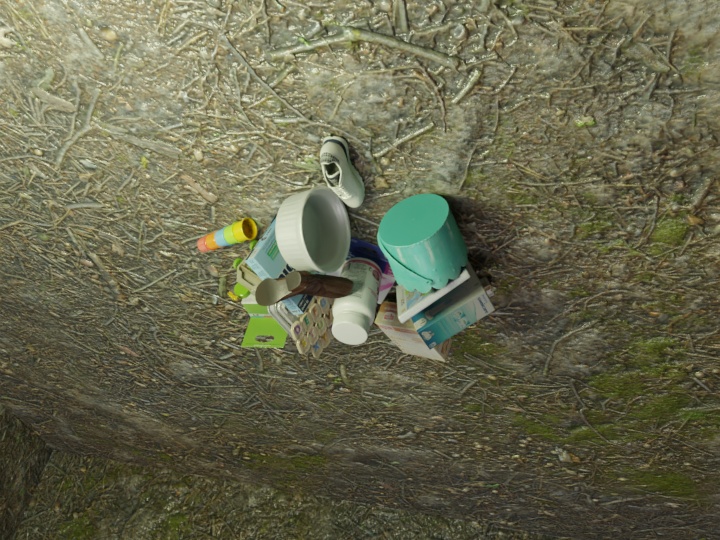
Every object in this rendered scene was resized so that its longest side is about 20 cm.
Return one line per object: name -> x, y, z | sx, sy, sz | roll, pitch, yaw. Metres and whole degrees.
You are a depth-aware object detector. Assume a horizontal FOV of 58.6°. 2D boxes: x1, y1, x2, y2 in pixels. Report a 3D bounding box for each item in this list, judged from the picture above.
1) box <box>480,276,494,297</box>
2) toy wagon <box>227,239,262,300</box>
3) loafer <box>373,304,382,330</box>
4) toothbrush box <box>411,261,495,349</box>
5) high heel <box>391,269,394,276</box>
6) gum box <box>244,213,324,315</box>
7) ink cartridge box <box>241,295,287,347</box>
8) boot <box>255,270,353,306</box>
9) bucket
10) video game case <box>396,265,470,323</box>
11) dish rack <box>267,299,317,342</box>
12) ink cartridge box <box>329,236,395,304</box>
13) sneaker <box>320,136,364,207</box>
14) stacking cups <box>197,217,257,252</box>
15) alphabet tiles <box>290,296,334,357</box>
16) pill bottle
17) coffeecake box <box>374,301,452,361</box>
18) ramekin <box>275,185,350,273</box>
box -> 0.257, 0.082, 1.706 | 0.196, 0.042, 0.039 | -27, 125, 8
toy wagon -> -0.273, 0.005, 1.705 | 0.153, 0.201, 0.040 | 28, 160, 34
loafer -> 0.011, 0.109, 1.865 | 0.196, 0.064, 0.072 | 29, 143, -19
toothbrush box -> 0.220, 0.078, 1.630 | 0.197, 0.148, 0.086 | -33, 131, 9
high heel -> 0.128, 0.049, 1.738 | 0.095, 0.069, 0.198 | -31, 144, 30
gum box -> -0.180, -0.019, 1.642 | 0.044, 0.172, 0.201 | -11, 128, 44
ink cartridge box -> -0.268, 0.114, 1.845 | 0.143, 0.204, 0.077 | -1, 142, 18
boot -> -0.134, 0.050, 1.571 | 0.183, 0.066, 0.197 | -17, 166, 38
bucket -> 0.142, -0.068, 1.487 | 0.201, 0.210, 0.137 | -8, 131, 26
video game case -> 0.171, 0.028, 1.559 | 0.198, 0.183, 0.022 | -35, 108, 14
dish rack -> -0.165, 0.093, 1.808 | 0.043, 0.174, 0.201 | 8, 148, 37
ink cartridge box -> 0.000, 0.000, 1.749 | 0.191, 0.044, 0.201 | 19, 144, -6
sneaker -> -0.046, -0.206, 1.465 | 0.074, 0.082, 0.202 | -6, 141, 21
stacking cups -> -0.364, -0.093, 1.741 | 0.196, 0.062, 0.060 | -13, 137, 38
alphabet tiles -> -0.122, 0.140, 1.827 | 0.014, 0.200, 0.200 | 9, 131, 38
pill bottle -> -0.011, 0.079, 1.652 | 0.110, 0.204, 0.115 | 7, 142, 6
coffeecake box -> 0.155, 0.176, 1.850 | 0.150, 0.075, 0.200 | 7, 153, 38
ramekin -> -0.116, -0.094, 1.538 | 0.095, 0.205, 0.201 | -5, 141, 33
